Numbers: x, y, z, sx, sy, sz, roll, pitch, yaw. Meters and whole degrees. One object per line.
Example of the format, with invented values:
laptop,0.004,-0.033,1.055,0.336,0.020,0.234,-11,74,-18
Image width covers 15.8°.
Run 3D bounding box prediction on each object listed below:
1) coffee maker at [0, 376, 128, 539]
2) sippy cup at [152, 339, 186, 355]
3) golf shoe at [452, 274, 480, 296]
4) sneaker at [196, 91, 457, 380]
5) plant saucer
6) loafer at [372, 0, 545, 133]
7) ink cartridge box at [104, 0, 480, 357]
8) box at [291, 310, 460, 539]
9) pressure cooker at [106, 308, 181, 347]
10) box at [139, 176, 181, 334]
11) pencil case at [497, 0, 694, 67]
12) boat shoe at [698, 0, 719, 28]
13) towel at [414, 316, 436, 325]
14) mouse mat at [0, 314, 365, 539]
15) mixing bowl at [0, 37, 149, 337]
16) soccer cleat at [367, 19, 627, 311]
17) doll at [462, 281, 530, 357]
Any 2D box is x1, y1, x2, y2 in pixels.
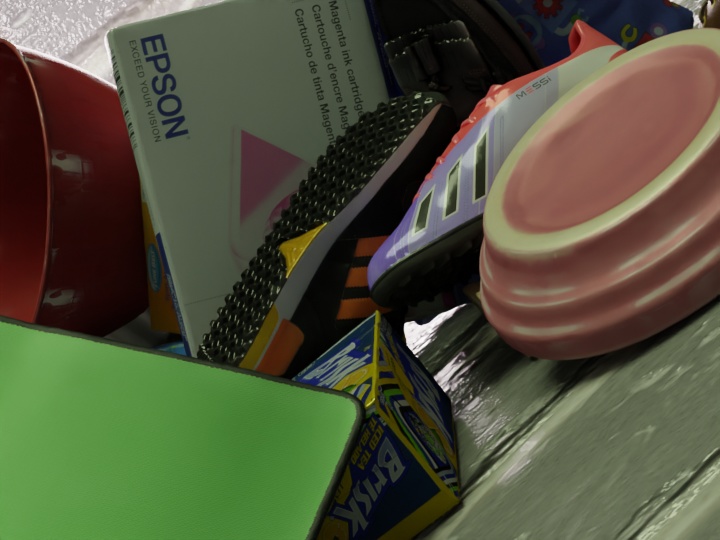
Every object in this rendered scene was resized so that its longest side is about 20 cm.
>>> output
coffee maker,-0.145,0.160,1.161,0.135,0.191,0.200,82,-152,-47
sippy cup,-0.113,0.101,1.491,0.130,0.139,0.179,-23,58,29
golf shoe,0.095,-0.039,1.528,0.200,0.075,0.092,-38,-6,-26
sneaker,0.000,0.000,1.383,0.200,0.090,0.070,-54,25,-4
plant saucer,0.132,-0.046,1.223,0.200,0.051,0.201,-34,25,18
loafer,0.068,-0.083,1.410,0.072,0.200,0.063,-12,36,43
ink cartridge box,-0.022,-0.060,1.432,0.199,0.197,0.043,-15,-3,-8
box,0.002,0.082,1.249,0.070,0.064,0.200,-38,8,7
pressure cooker,-0.100,0.011,1.684,0.176,0.200,0.179,-54,-17,-12
box,-0.042,-0.037,1.530,0.041,0.120,0.199,5,12,44
pencil case,0.091,-0.157,1.435,0.087,0.200,0.078,-53,14,14
boat shoe,0.227,-0.144,1.455,0.072,0.068,0.200,-45,9,-36
towel,0.084,-0.073,1.582,0.200,0.024,0.147,-44,-36,-34
mouse mat,-0.112,0.095,1.122,0.008,0.199,0.161,83,-156,-47
mixing bowl,-0.172,-0.036,1.542,0.108,0.201,0.200,1,-13,-27
soccer cleat,0.071,-0.054,1.354,0.200,0.073,0.068,-36,-12,-19
doll,0.144,-0.039,1.319,0.200,0.048,0.136,-43,9,-2
